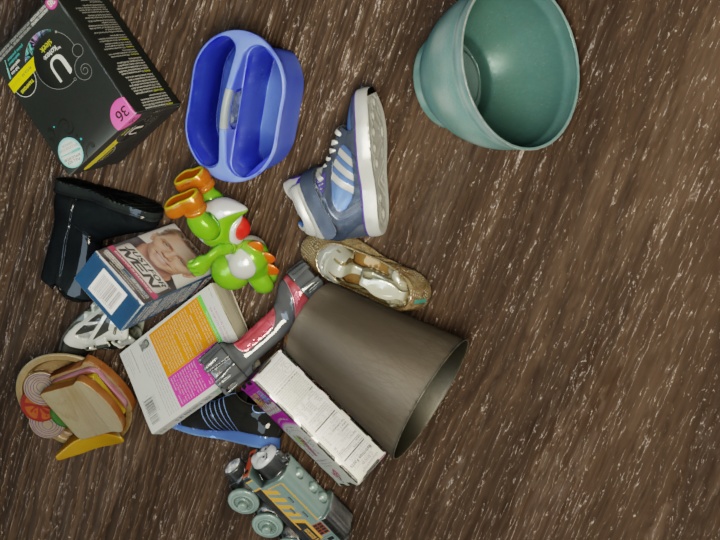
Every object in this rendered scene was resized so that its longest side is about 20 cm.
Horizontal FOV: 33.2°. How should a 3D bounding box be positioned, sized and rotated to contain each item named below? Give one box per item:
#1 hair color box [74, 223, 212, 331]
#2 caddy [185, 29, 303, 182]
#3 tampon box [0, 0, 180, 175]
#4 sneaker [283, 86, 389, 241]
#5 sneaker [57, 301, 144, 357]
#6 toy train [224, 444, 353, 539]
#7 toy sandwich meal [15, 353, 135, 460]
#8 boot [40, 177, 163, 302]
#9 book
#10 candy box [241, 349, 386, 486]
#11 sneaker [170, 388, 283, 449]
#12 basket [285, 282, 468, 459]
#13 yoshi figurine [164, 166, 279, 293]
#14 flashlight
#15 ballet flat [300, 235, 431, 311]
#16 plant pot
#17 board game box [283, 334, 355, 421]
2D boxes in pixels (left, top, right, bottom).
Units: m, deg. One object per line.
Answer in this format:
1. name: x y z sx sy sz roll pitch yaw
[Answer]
1. hair color box: -0.293 0.005 1.673 0.100 0.200 0.061 47 115 6
2. caddy: -0.158 -0.220 1.616 0.140 0.105 0.202 17 108 19
3. tampon box: -0.382 -0.262 1.691 0.149 0.126 0.201 -37 87 26
4. sneaker: -0.041 -0.138 1.600 0.145 0.081 0.203 1 106 20
5. sneaker: -0.373 0.090 1.796 0.089 0.074 0.200 49 115 8
6. toy train: -0.101 0.327 1.708 0.113 0.086 0.200 -30 113 25
7. toy sandwich meal: -0.431 0.208 1.817 0.202 0.071 0.207 5 126 7
8. boot: -0.379 -0.034 1.767 0.198 0.076 0.170 16 104 26
9. book: -0.247 0.128 1.736 0.199 0.048 0.135 -34 69 22
10. candy box: -0.066 0.202 1.641 0.200 0.136 0.061 45 74 -2
11. sneaker: -0.194 0.207 1.758 0.198 0.070 0.079 7 85 26
12. basket: 0.012 0.116 1.580 0.199 0.136 0.182 31 93 17
13. yoshi figurine: -0.197 -0.039 1.662 0.112 0.112 0.201 -43 121 -9
14. flashlight: -0.133 0.074 1.647 0.199 0.068 0.068 -40 47 -5
15. ballet flat: 0.000 0.000 1.622 0.198 0.065 0.071 20 106 18
16. plant pot: 0.148 -0.238 1.452 0.133 0.199 0.203 -3 102 51
17. board game box: -0.025 0.132 1.676 0.199 0.039 0.159 -28 90 26
